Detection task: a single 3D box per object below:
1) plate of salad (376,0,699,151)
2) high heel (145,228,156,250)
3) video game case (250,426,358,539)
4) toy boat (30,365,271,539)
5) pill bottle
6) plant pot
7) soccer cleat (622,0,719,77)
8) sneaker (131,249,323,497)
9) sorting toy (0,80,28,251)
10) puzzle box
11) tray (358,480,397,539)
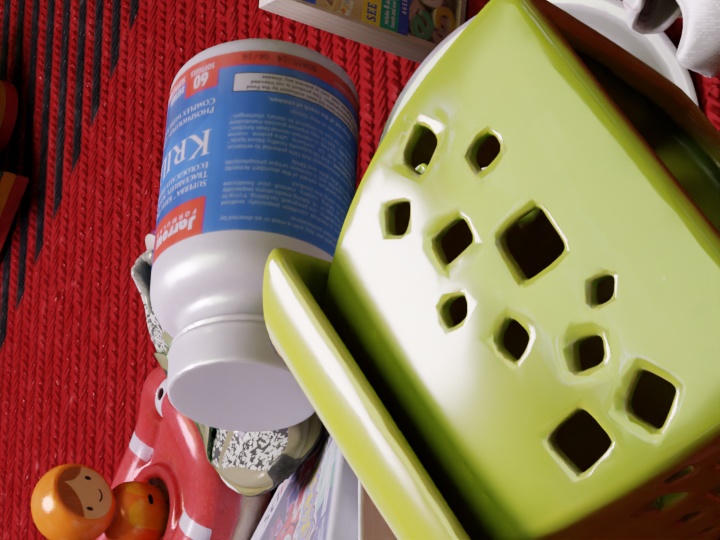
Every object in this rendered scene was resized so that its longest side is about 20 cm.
[{"bbox_3d":[0.093,-0.051,1.081,0.200,0.048,0.201,-11,69,31],"label":"plate of salad"},{"bbox_3d":[-0.079,-0.029,1.353,0.096,0.067,0.200,-38,4,-20],"label":"high heel"},{"bbox_3d":[-0.038,0.164,1.140,0.200,0.023,0.182,-84,19,-61],"label":"video game case"},{"bbox_3d":[-0.145,0.152,1.292,0.131,0.130,0.200,45,115,53],"label":"toy boat"},{"bbox_3d":[-0.058,-0.018,1.131,0.112,0.112,0.200,-36,42,45],"label":"pill bottle"},{"bbox_3d":[0.089,0.030,0.844,0.181,0.200,0.199,-42,64,16],"label":"plant pot"},{"bbox_3d":[0.145,-0.174,1.037,0.086,0.070,0.200,-58,37,25],"label":"soccer cleat"},{"bbox_3d":[-0.090,0.055,1.189,0.077,0.089,0.200,-45,39,6],"label":"sneaker"},{"bbox_3d":[-0.352,-0.069,1.749,0.199,0.069,0.200,-46,42,37],"label":"sorting toy"},{"bbox_3d":[0.009,-0.231,1.209,0.025,0.133,0.201,-17,65,53],"label":"puzzle box"},{"bbox_3d":[0.040,0.153,1.034,0.022,0.107,0.201,-33,52,51],"label":"tray"}]
